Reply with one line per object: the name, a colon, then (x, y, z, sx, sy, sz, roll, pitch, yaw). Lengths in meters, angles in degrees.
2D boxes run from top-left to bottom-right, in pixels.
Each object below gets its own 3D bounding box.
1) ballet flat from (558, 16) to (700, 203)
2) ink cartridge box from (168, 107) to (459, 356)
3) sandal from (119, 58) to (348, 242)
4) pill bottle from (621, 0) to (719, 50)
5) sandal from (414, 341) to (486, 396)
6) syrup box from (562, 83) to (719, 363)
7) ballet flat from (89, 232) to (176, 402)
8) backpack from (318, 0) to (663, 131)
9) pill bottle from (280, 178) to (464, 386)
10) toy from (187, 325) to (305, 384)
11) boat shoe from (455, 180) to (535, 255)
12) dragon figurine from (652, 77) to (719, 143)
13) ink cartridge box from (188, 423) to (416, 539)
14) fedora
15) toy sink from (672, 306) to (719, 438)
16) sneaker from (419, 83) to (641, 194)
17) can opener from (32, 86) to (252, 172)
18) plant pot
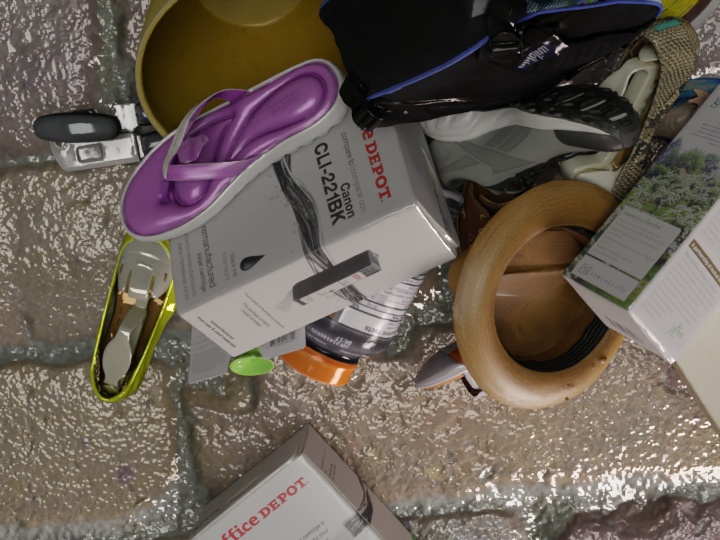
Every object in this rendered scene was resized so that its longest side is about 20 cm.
ballet flat: (0.198, -0.109, 0.832, 0.068, 0.075, 0.200, 47, 135, 32)
ink cartridge box: (-0.042, -0.045, 0.803, 0.200, 0.144, 0.084, -24, 144, 14)
sandal: (-0.104, -0.099, 0.777, 0.203, 0.050, 0.082, -34, 61, 7)
pill bottle: (0.189, -0.267, 0.811, 0.200, 0.109, 0.109, 37, 103, -30)
sandal: (0.148, 0.073, 0.937, 0.207, 0.079, 0.059, -26, 98, 6)
syrup box: (0.256, -0.039, 0.796, 0.200, 0.079, 0.081, -49, 125, -3)
ballet flat: (-0.201, 0.031, 0.949, 0.067, 0.067, 0.200, 19, 103, -1)
backpack: (0.093, -0.193, 0.705, 0.200, 0.183, 0.147, -14, 87, -36)
pill bottle: (0.000, 0.000, 0.913, 0.106, 0.106, 0.200, 27, 102, -4)
toy: (-0.087, -0.002, 0.892, 0.115, 0.200, 0.047, -19, 142, 25)
boat shoe: (0.119, -0.055, 0.915, 0.072, 0.068, 0.200, -4, 103, 3)
dragon figurine: (0.294, -0.132, 0.893, 0.200, 0.099, 0.059, -8, 105, -14)
ink cartridge box: (-0.040, 0.268, 0.986, 0.146, 0.084, 0.200, -39, 98, 10)
fedora: (0.137, 0.014, 0.846, 0.201, 0.082, 0.201, -10, 109, -33)
toy sink: (0.358, 0.093, 0.917, 0.130, 0.112, 0.200, -34, 94, 9)
sneaker: (0.131, -0.098, 0.809, 0.074, 0.200, 0.079, -24, 108, -36)
can opener: (-0.180, -0.123, 0.918, 0.200, 0.066, 0.053, -8, 101, -1)
plant pot: (-0.080, -0.199, 0.838, 0.200, 0.142, 0.200, -7, 140, -6)
